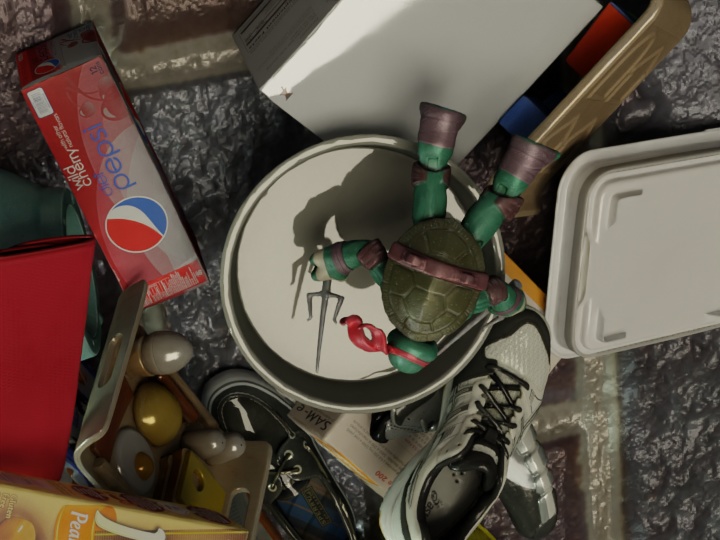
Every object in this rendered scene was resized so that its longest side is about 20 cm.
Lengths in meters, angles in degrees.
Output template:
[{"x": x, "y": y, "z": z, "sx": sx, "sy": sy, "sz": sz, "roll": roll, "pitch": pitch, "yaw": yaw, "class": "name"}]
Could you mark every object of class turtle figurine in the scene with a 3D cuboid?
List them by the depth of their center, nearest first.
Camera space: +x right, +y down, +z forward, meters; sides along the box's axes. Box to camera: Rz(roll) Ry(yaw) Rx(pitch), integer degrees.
[{"x": 0.052, "y": -0.004, "z": 1.363, "sx": 0.150, "sy": 0.101, "sz": 0.200, "roll": 20, "pitch": 95, "yaw": -14, "class": "turtle figurine"}]

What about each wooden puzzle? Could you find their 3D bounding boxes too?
[{"x": 0.160, "y": -0.129, "z": 1.483, "sx": 0.046, "sy": 0.185, "sz": 0.200, "roll": 40, "pitch": 102, "yaw": 10, "class": "wooden puzzle"}]

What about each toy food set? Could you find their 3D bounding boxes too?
[{"x": -0.127, "y": 0.123, "z": 1.471, "sx": 0.060, "sy": 0.144, "sz": 0.200, "roll": -15, "pitch": 132, "yaw": 24, "class": "toy food set"}]

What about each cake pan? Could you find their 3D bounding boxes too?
[{"x": 0.000, "y": 0.000, "z": 1.421, "sx": 0.200, "sy": 0.037, "sz": 0.201, "roll": -3, "pitch": 106, "yaw": -9, "class": "cake pan"}]

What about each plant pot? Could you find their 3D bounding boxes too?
[{"x": -0.254, "y": 0.012, "z": 1.402, "sx": 0.134, "sy": 0.200, "sz": 0.201, "roll": -10, "pitch": 119, "yaw": 2, "class": "plant pot"}]

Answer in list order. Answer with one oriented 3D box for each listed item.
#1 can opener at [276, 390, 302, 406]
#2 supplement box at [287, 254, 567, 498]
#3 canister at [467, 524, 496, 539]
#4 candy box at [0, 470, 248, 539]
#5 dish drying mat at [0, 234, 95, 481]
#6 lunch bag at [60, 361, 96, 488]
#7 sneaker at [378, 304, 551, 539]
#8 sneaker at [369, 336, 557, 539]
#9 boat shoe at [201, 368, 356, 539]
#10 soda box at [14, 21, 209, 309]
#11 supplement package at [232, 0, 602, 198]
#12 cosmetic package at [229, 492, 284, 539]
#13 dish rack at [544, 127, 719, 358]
[{"x": -0.006, "y": 0.109, "z": 1.611, "sx": 0.067, "sy": 0.053, "sz": 0.200, "roll": -42, "pitch": 120, "yaw": 15, "class": "can opener"}, {"x": 0.058, "y": 0.079, "z": 1.572, "sx": 0.126, "sy": 0.074, "sz": 0.200, "roll": 44, "pitch": 82, "yaw": -28, "class": "supplement box"}, {"x": 0.024, "y": 0.293, "z": 1.676, "sx": 0.200, "sy": 0.087, "sz": 0.149, "roll": -43, "pitch": 150, "yaw": 11, "class": "canister"}, {"x": -0.186, "y": 0.206, "z": 1.365, "sx": 0.200, "sy": 0.055, "sz": 0.116, "roll": 14, "pitch": 93, "yaw": -27, "class": "candy box"}, {"x": -0.219, "y": 0.066, "z": 1.338, "sx": 0.077, "sy": 0.018, "sz": 0.200, "roll": -10, "pitch": 127, "yaw": -32, "class": "dish drying mat"}, {"x": -0.226, "y": 0.166, "z": 1.517, "sx": 0.124, "sy": 0.170, "sz": 0.200, "roll": -8, "pitch": 116, "yaw": -5, "class": "lunch bag"}, {"x": 0.088, "y": 0.119, "z": 1.435, "sx": 0.076, "sy": 0.088, "sz": 0.200, "roll": 27, "pitch": 86, "yaw": -14, "class": "sneaker"}, {"x": 0.066, "y": 0.122, "z": 1.511, "sx": 0.115, "sy": 0.075, "sz": 0.200, "roll": -22, "pitch": 101, "yaw": -15, "class": "sneaker"}, {"x": -0.057, "y": 0.160, "z": 1.623, "sx": 0.069, "sy": 0.057, "sz": 0.200, "roll": -32, "pitch": 120, "yaw": 4, "class": "boat shoe"}, {"x": -0.177, "y": -0.072, "z": 1.465, "sx": 0.063, "sy": 0.070, "sz": 0.200, "roll": -23, "pitch": 120, "yaw": -1, "class": "soda box"}, {"x": 0.038, "y": -0.176, "z": 1.445, "sx": 0.156, "sy": 0.111, "sz": 0.200, "roll": 37, "pitch": 103, "yaw": -27, "class": "supplement package"}, {"x": -0.087, "y": 0.254, "z": 1.581, "sx": 0.071, "sy": 0.200, "sz": 0.101, "roll": -30, "pitch": 121, "yaw": 2, "class": "cosmetic package"}, {"x": 0.235, "y": -0.016, "z": 1.573, "sx": 0.200, "sy": 0.044, "sz": 0.172, "roll": -10, "pitch": 116, "yaw": -32, "class": "dish rack"}]
